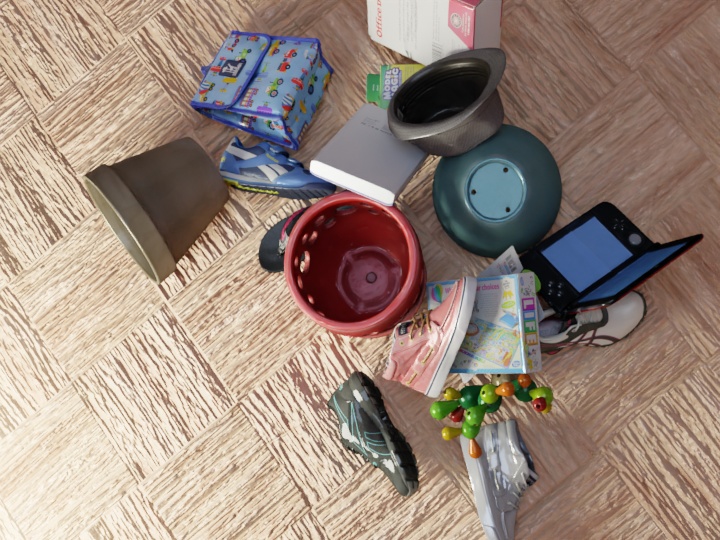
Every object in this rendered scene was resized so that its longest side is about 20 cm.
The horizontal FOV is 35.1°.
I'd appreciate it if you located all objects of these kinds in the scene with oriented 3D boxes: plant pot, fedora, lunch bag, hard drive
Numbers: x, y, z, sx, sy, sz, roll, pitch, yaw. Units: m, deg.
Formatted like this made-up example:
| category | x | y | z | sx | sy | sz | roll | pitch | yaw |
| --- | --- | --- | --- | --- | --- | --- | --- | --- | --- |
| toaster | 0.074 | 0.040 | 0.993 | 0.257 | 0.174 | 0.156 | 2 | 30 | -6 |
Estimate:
| category | x | y | z | sx | sy | sz | roll | pitch | yaw |
| --- | --- | --- | --- | --- | --- | --- | --- | --- | --- |
| plant pot | 0.198 | -0.116 | 1.664 | 0.196 | 0.135 | 0.204 | 1 | 94 | 8 |
| fedora | 0.136 | -0.229 | 1.632 | 0.197 | 0.091 | 0.179 | -13 | 42 | 30 |
| plant pot | -0.303 | -0.109 | 1.759 | 0.173 | 0.200 | 0.201 | -36 | 76 | -14 |
| lunch bag | -0.166 | -0.298 | 1.806 | 0.197 | 0.094 | 0.153 | 16 | 70 | 23 |
| hard drive | 0.025 | -0.174 | 1.666 | 0.130 | 0.201 | 0.026 | 23 | 129 | 11 |
| plant pot | 0.000 | 0.000 | 1.676 | 0.196 | 0.183 | 0.205 | -2 | 81 | 9 |

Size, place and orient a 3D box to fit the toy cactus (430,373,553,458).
| category | x | y | z | sx | sy | sz | roll | pitch | yaw |
| --- | --- | --- | --- | --- | --- | --- | --- | --- | --- |
| toy cactus | 0.201 | 0.183 | 1.628 | 0.198 | 0.165 | 0.103 | -26 | 98 | 38 |

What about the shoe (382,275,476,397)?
| category | x | y | z | sx | sy | sz | roll | pitch | yaw |
| --- | --- | --- | --- | --- | --- | --- | --- | --- | --- |
| shoe | 0.096 | 0.087 | 1.607 | 0.089 | 0.072 | 0.203 | 17 | 122 | -2 |

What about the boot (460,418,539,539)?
| category | x | y | z | sx | sy | sz | roll | pitch | yaw |
| --- | --- | --- | --- | --- | --- | --- | --- | --- | --- |
| boot | 0.214 | 0.317 | 1.639 | 0.094 | 0.073 | 0.203 | -19 | 77 | 13 |

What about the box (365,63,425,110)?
| category | x | y | z | sx | sy | sz | roll | pitch | yaw |
| --- | --- | --- | --- | --- | --- | --- | --- | --- | --- |
| box | 0.102 | -0.262 | 1.773 | 0.196 | 0.048 | 0.120 | -1 | 80 | 11 |

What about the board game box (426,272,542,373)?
| category | x | y | z | sx | sy | sz | roll | pitch | yaw |
| --- | --- | --- | --- | --- | --- | --- | --- | --- | --- |
| board game box | 0.173 | 0.078 | 1.621 | 0.034 | 0.199 | 0.137 | -4 | 89 | -36 |

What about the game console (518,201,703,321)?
| category | x | y | z | sx | sy | sz | roll | pitch | yaw |
| --- | --- | --- | --- | --- | --- | --- | --- | --- | --- |
| game console | 0.348 | -0.028 | 1.607 | 0.198 | 0.120 | 0.173 | -31 | 63 | -23 |

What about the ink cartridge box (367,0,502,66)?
| category | x | y | z | sx | sy | sz | roll | pitch | yaw |
| --- | --- | --- | --- | --- | --- | --- | --- | --- | --- |
| ink cartridge box | 0.111 | -0.391 | 1.715 | 0.198 | 0.148 | 0.083 | 31 | 57 | 26 |

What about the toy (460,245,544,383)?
| category | x | y | z | sx | sy | sz | roll | pitch | yaw |
| --- | --- | --- | --- | --- | --- | --- | --- | --- | --- |
| toy | 0.197 | 0.065 | 1.657 | 0.047 | 0.200 | 0.117 | -5 | 61 | -35 |

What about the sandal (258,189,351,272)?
| category | x | y | z | sx | sy | sz | roll | pitch | yaw |
| --- | --- | --- | --- | --- | --- | --- | --- | --- | --- |
| sandal | -0.079 | -0.069 | 1.772 | 0.198 | 0.045 | 0.076 | -32 | 77 | 3 |

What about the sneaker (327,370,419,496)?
| category | x | y | z | sx | sy | sz | roll | pitch | yaw |
| --- | --- | --- | --- | --- | --- | --- | --- | --- | --- |
| sneaker | 0.020 | 0.253 | 1.695 | 0.079 | 0.075 | 0.202 | -35 | 68 | 14 |

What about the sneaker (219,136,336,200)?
| category | x | y | z | sx | sy | sz | roll | pitch | yaw |
| --- | --- | --- | --- | --- | --- | --- | --- | --- | --- |
| sneaker | -0.130 | -0.161 | 1.784 | 0.196 | 0.074 | 0.084 | 11 | 80 | 11 |

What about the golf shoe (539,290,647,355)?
| category | x | y | z | sx | sy | sz | roll | pitch | yaw |
| --- | --- | --- | --- | --- | --- | --- | --- | --- | --- |
| golf shoe | 0.324 | 0.077 | 1.656 | 0.197 | 0.088 | 0.079 | -18 | 76 | 5 |
